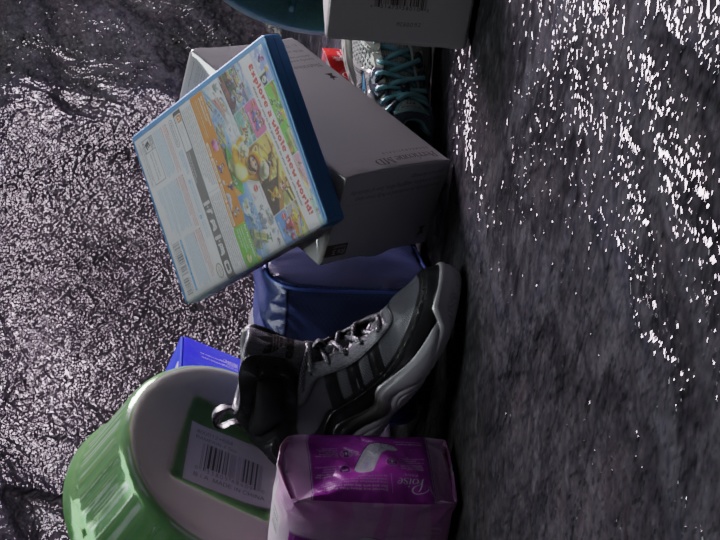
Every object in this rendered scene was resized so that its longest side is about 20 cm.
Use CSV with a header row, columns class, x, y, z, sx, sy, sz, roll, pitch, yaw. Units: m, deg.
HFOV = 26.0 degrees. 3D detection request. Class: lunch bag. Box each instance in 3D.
class,x,y,z,sx,sy,sz,roll,pitch,yaw
lunch bag,-0.019,0.047,1.231,0.200,0.136,0.132,-106,21,-67

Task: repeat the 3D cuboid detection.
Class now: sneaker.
class,x,y,z,sx,sy,sz,roll,pitch,yaw
sneaker,-0.021,0.059,1.089,0.200,0.114,0.076,-54,15,17
sneaker,0.034,-0.137,1.245,0.086,0.078,0.200,-161,68,-71

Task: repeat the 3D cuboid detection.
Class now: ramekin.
class,x,y,z,sx,sy,sz,roll,pitch,yaw
ramekin,-0.119,0.170,1.206,0.098,0.200,0.200,-52,28,39

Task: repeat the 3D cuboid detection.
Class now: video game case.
class,x,y,z,sx,sy,sz,roll,pitch,yaw
video game case,-0.097,-0.071,1.167,0.200,0.018,0.143,-27,79,49

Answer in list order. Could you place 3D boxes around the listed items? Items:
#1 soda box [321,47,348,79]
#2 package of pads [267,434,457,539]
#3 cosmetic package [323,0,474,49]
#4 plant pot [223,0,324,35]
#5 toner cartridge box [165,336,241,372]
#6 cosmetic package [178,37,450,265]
class,x,y,z,sx,sy,sz,roll,pitch,yaw
soda box,0.001,-0.159,1.471,0.200,0.070,0.064,-106,20,-71
package of pads,-0.007,0.206,1.093,0.076,0.120,0.200,-98,13,-52
cosmetic package,0.025,-0.250,1.168,0.200,0.107,0.085,-93,9,-57
plant pot,-0.035,-0.352,1.458,0.200,0.200,0.196,113,168,-70
toner cartridge box,-0.081,0.131,1.421,0.043,0.200,0.095,-63,13,16
cosmetic package,-0.041,-0.095,1.194,0.200,0.113,0.081,39,127,34
